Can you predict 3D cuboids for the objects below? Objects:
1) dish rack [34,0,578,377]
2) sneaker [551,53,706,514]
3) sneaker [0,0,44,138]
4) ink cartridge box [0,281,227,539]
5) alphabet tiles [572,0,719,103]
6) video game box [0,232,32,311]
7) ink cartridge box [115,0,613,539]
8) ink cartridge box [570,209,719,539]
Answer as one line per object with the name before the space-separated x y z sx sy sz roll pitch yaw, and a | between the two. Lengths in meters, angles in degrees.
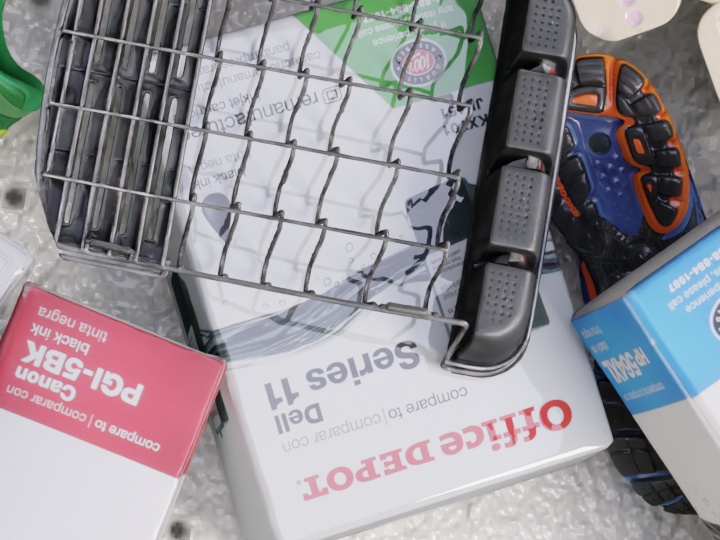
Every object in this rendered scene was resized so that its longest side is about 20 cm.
dish rack | -0.019 -0.054 1.004 0.198 0.055 0.155 11 79 -5
sneaker | 0.122 0.003 1.095 0.075 0.078 0.201 -12 101 11
sneaker | -0.168 -0.146 1.058 0.083 0.074 0.202 -13 93 13
ink cartridge box | -0.127 0.119 0.998 0.082 0.147 0.201 22 79 -5
alphabet tiles | 0.161 -0.161 0.980 0.199 0.015 0.197 -19 97 14
video game box | -0.258 0.019 1.041 0.199 0.047 0.183 33 76 -4
ink cartridge box | 0.000 0.000 1.068 0.146 0.083 0.201 -17 86 -11
ink cartridge box | 0.197 0.058 1.008 0.146 0.084 0.201 -33 90 -14
